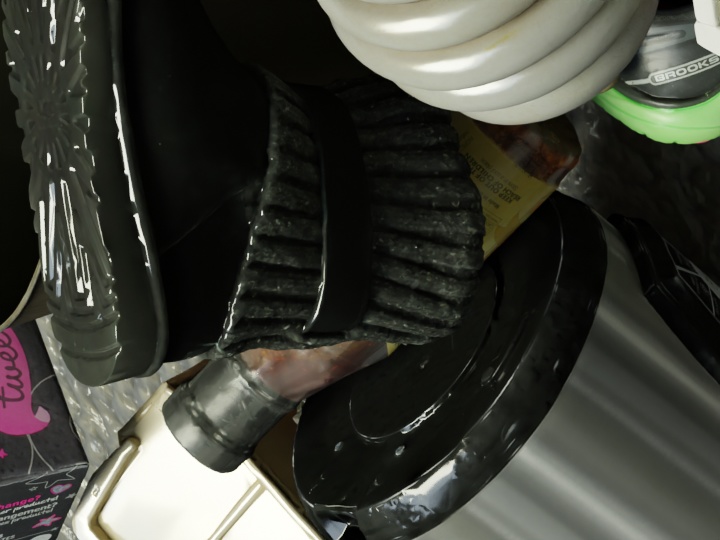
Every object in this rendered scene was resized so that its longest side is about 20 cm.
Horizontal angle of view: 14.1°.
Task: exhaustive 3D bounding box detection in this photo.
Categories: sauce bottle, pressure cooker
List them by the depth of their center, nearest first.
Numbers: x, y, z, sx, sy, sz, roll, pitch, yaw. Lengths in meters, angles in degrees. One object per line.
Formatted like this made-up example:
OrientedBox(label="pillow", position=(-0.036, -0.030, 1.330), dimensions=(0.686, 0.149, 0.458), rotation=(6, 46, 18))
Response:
OrientedBox(label="sauce bottle", position=(0.000, 0.000, 1.157), dimensions=(0.200, 0.066, 0.066), rotation=(-44, 82, 19))
OrientedBox(label="pressure cooker", position=(0.095, 0.082, 1.199), dimensions=(0.200, 0.176, 0.179), rotation=(38, 151, -23))

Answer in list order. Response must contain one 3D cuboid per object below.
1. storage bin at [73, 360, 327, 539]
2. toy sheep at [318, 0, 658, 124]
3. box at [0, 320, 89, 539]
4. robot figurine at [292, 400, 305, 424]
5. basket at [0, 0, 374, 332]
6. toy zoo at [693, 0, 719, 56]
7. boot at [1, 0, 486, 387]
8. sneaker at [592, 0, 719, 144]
OrientedBox(label="storage bin", position=(-0.007, 0.125, 1.350), dimensions=(0.199, 0.200, 0.094), rotation=(48, 116, 7))
OrientedBox(label="toy sheep", position=(0.045, -0.119, 1.019), dimensions=(0.138, 0.138, 0.200), rotation=(20, 168, 43))
OrientedBox(label="box", position=(-0.217, 0.036, 1.293), dimensions=(0.200, 0.132, 0.115), rotation=(68, 155, 21))
OrientedBox(label="robot figurine", position=(-0.006, -0.016, 1.296), dimensions=(0.200, 0.145, 0.058), rotation=(60, 145, 1))
OrientedBox(label="basket", position=(-0.071, -0.074, 1.166), dimensions=(0.136, 0.200, 0.180), rotation=(30, 121, 47))
OrientedBox(label="toy zoo", position=(0.152, -0.115, 0.899), dimensions=(0.131, 0.020, 0.200), rotation=(23, 139, 41))
OrientedBox(label="boot", position=(-0.041, -0.066, 1.046), dimensions=(0.079, 0.158, 0.211), rotation=(17, 114, 60))
OrientedBox(label="sneaker", position=(0.080, -0.127, 1.140), dimensions=(0.200, 0.077, 0.084), rotation=(32, 128, 25))
